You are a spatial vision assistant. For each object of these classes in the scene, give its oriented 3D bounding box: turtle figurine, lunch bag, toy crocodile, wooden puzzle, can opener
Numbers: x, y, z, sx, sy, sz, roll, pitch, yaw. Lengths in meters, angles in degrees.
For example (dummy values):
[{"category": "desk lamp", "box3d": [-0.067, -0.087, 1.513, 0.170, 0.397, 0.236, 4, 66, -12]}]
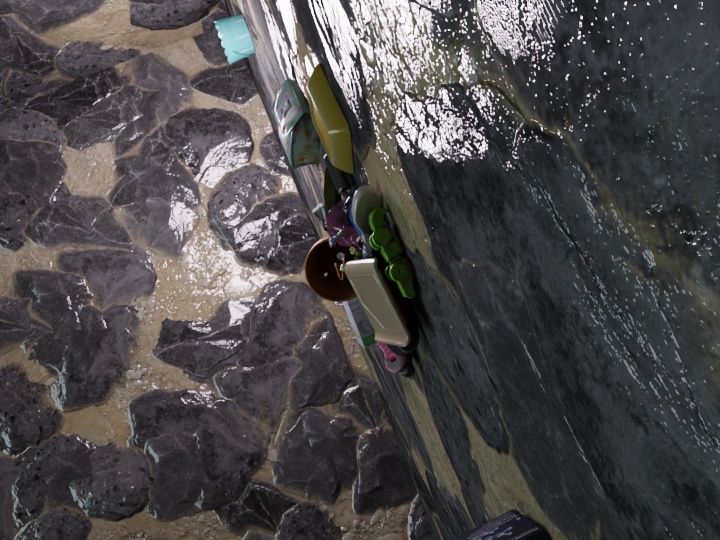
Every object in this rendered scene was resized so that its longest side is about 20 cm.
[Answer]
[{"category": "turtle figurine", "box3d": [0.000, 0.000, 1.785, 0.200, 0.064, 0.163, 42, -153, -31]}, {"category": "lunch bag", "box3d": [-0.182, -0.427, 1.849, 0.202, 0.120, 0.172, 90, 161, -51]}, {"category": "toy crocodile", "box3d": [0.068, -0.035, 1.341, 0.203, 0.061, 0.068, 64, 173, 2]}, {"category": "wooden puzzle", "box3d": [0.040, 0.068, 1.441, 0.203, 0.037, 0.184, 68, 159, -7]}, {"category": "can opener", "box3d": [-0.032, -0.222, 1.622, 0.067, 0.052, 0.202, -48, 59, 44]}]

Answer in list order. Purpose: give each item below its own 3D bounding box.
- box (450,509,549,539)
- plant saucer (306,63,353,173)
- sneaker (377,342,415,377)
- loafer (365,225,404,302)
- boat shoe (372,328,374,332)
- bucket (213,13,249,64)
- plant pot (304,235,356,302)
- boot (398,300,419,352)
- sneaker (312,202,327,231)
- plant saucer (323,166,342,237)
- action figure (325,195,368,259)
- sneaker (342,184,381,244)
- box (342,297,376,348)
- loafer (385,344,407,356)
[{"category": "box", "box3d": [0.257, 0.523, 1.138, 0.200, 0.146, 0.109, 104, 143, -78]}, {"category": "plant saucer", "box3d": [-0.077, -0.353, 1.530, 0.201, 0.048, 0.203, 85, 163, -68]}, {"category": "sneaker", "box3d": [0.105, 0.218, 1.782, 0.095, 0.079, 0.202, 34, -152, -32]}, {"category": "loafer", "box3d": [0.051, -0.018, 1.449, 0.070, 0.067, 0.203, 40, 155, 59]}, {"category": "boat shoe", "box3d": [0.083, 0.201, 1.920, 0.200, 0.061, 0.076, -130, 21, -66]}, {"category": "bucket", "box3d": [-0.584, -1.082, 2.974, 0.207, 0.133, 0.211, 159, 90, -83]}, {"category": "plant pot", "box3d": [-0.065, -0.023, 1.950, 0.140, 0.197, 0.203, -81, -28, -71]}, {"category": "boot", "box3d": [0.096, 0.132, 1.579, 0.154, 0.072, 0.206, 71, 174, -59]}, {"category": "sneaker", "box3d": [-0.128, -0.189, 2.352, 0.200, 0.069, 0.101, 160, 93, -79]}, {"category": "plant saucer", "box3d": [-0.075, -0.198, 1.831, 0.200, 0.030, 0.205, -3, -90, -84]}, {"category": "action figure", "box3d": [-0.008, -0.097, 1.697, 0.134, 0.150, 0.199, 40, 174, -41]}, {"category": "sneaker", "box3d": [-0.002, -0.146, 1.437, 0.112, 0.076, 0.201, 54, 173, 29]}, {"category": "box", "box3d": [0.008, 0.166, 2.263, 0.200, 0.095, 0.179, -178, 67, -83]}, {"category": "loafer", "box3d": [0.088, 0.137, 1.718, 0.071, 0.073, 0.202, 15, -136, -54]}]
